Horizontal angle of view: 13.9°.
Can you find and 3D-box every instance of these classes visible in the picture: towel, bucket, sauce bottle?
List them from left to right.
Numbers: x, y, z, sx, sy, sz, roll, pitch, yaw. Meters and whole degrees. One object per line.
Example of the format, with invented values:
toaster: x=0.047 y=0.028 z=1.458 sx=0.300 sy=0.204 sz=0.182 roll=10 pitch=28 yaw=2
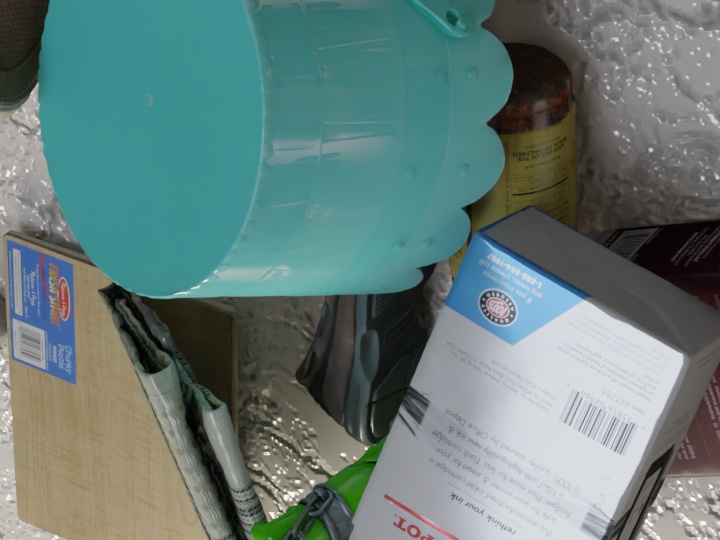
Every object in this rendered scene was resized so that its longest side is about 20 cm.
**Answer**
towel: x=-0.074 y=0.107 z=1.519 sx=0.193 sy=0.034 sz=0.201 roll=-131 pitch=17 yaw=-72
bucket: x=-0.046 y=-0.082 z=1.346 sx=0.206 sy=0.134 sz=0.209 roll=8 pitch=100 yaw=49
sauce bottle: x=0.072 y=-0.009 z=1.410 sx=0.066 sy=0.066 sz=0.201 roll=17 pitch=129 yaw=25

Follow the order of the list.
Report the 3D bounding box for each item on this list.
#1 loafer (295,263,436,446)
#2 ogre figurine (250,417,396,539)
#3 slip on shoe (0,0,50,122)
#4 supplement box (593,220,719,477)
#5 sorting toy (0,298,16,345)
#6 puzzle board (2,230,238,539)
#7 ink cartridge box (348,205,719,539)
loafer: x=0.000 y=0.000 z=1.465 sx=0.063 sy=0.072 sz=0.201 roll=29 pitch=133 yaw=24
ogre figurine: x=0.044 y=0.144 z=1.465 sx=0.199 sy=0.120 sz=0.098 roll=34 pitch=168 yaw=-10
slip on shoe: x=-0.166 y=-0.149 z=1.402 sx=0.076 sy=0.201 sz=0.061 roll=35 pitch=126 yaw=-18
supplement box: x=0.197 y=0.033 z=1.353 sx=0.199 sy=0.061 sz=0.109 roll=-4 pitch=115 yaw=37
sorting toy: x=-0.326 y=0.024 z=1.704 sx=0.199 sy=0.070 sz=0.200 roll=46 pitch=134 yaw=1
puzzle board: x=-0.131 y=0.081 z=1.643 sx=0.150 sy=0.017 sz=0.201 roll=19 pitch=127 yaw=25
ink cartridge box: x=0.075 y=0.088 z=1.351 sx=0.116 sy=0.068 sz=0.201 roll=30 pitch=114 yaw=17
